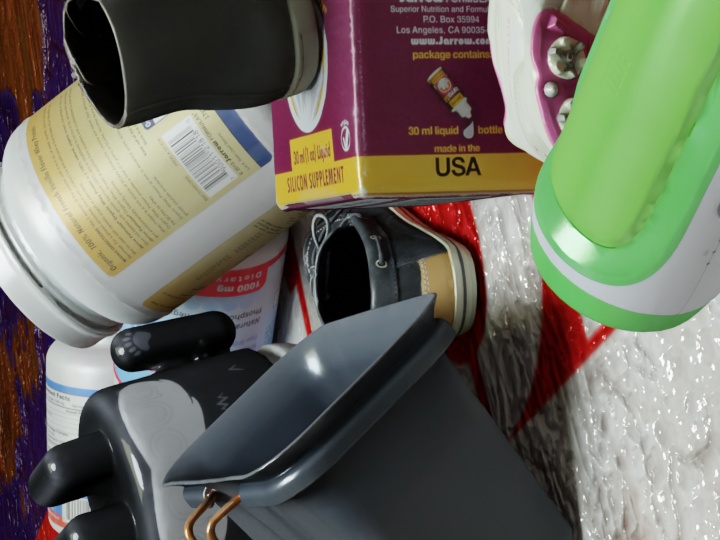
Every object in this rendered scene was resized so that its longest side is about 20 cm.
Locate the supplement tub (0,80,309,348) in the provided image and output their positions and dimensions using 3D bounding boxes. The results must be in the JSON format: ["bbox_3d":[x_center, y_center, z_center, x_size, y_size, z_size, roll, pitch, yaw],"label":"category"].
[{"bbox_3d":[-0.119,-0.058,1.075,0.199,0.144,0.145,-35,48,15],"label":"supplement tub"}]

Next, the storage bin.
[{"bbox_3d":[0.001,0.114,0.881,0.135,0.146,0.200,49,160,-7],"label":"storage bin"}]

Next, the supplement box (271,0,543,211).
[{"bbox_3d":[0.020,-0.132,0.874,0.131,0.102,0.202,175,92,-71],"label":"supplement box"}]

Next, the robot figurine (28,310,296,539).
[{"bbox_3d":[-0.089,0.115,1.058,0.125,0.199,0.151,33,132,55],"label":"robot figurine"}]

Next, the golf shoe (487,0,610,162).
[{"bbox_3d":[0.079,-0.139,0.763,0.091,0.075,0.202,177,91,-73],"label":"golf shoe"}]

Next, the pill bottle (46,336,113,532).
[{"bbox_3d":[-0.200,0.110,1.480,0.112,0.111,0.202,-153,64,-66],"label":"pill bottle"}]

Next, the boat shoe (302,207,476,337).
[{"bbox_3d":[0.000,0.000,1.004,0.200,0.062,0.075,-155,62,-68],"label":"boat shoe"}]

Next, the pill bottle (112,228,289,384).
[{"bbox_3d":[-0.113,0.040,1.242,0.109,0.108,0.201,-120,33,-51],"label":"pill bottle"}]

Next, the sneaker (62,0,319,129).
[{"bbox_3d":[-0.094,-0.167,0.820,0.075,0.106,0.201,-23,85,55],"label":"sneaker"}]

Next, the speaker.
[{"bbox_3d":[0.122,-0.071,0.637,0.201,0.088,0.089,109,150,-44],"label":"speaker"}]
